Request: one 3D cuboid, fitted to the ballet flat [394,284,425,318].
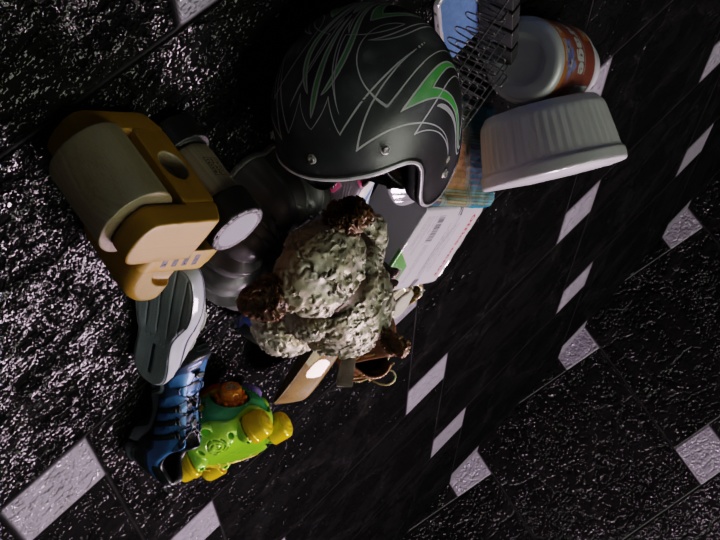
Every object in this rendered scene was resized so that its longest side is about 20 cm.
[{"bbox_3d":[0.014,0.066,1.596,0.200,0.064,0.076,-42,134,-7],"label":"ballet flat"}]

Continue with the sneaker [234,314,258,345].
[{"bbox_3d":[-0.088,0.032,1.359,0.200,0.078,0.090,-36,150,-54],"label":"sneaker"}]

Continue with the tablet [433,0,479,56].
[{"bbox_3d":[0.158,-0.349,1.288,0.200,0.014,0.130,-47,159,-12],"label":"tablet"}]

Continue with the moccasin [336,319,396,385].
[{"bbox_3d":[0.014,0.124,1.517,0.072,0.079,0.201,-7,163,-22],"label":"moccasin"}]

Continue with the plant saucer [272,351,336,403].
[{"bbox_3d":[-0.052,0.108,1.485,0.202,0.035,0.200,-55,-176,6],"label":"plant saucer"}]

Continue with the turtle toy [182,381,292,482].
[{"bbox_3d":[-0.171,0.202,1.416,0.144,0.102,0.200,-30,164,10],"label":"turtle toy"}]

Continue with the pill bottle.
[{"bbox_3d":[0.256,-0.282,1.463,0.199,0.112,0.113,-13,139,-59],"label":"pill bottle"}]

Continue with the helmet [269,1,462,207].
[{"bbox_3d":[0.005,-0.161,1.047,0.201,0.200,0.191,-49,147,-1],"label":"helmet"}]

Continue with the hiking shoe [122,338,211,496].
[{"bbox_3d":[-0.214,0.171,1.297,0.074,0.086,0.202,-20,144,-53],"label":"hiking shoe"}]

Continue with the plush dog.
[{"bbox_3d":[-0.032,0.017,1.128,0.200,0.160,0.172,-47,144,-4],"label":"plush dog"}]

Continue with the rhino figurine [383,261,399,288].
[{"bbox_3d":[0.000,0.000,1.321,0.060,0.087,0.200,-44,-174,7],"label":"rhino figurine"}]

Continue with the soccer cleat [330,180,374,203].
[{"bbox_3d":[-0.011,-0.122,1.252,0.201,0.069,0.087,113,-14,-48],"label":"soccer cleat"}]

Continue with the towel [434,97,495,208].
[{"bbox_3d":[0.137,-0.159,1.450,0.199,0.021,0.150,-5,97,-62],"label":"towel"}]

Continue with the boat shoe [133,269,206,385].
[{"bbox_3d":[-0.200,0.041,1.153,0.067,0.073,0.201,-50,174,-43],"label":"boat shoe"}]

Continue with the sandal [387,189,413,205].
[{"bbox_3d":[0.039,-0.165,1.287,0.078,0.060,0.208,-23,140,-13],"label":"sandal"}]

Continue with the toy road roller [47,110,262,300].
[{"bbox_3d":[-0.194,-0.045,0.933,0.146,0.123,0.199,-46,163,22],"label":"toy road roller"}]

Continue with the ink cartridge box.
[{"bbox_3d":[0.071,-0.055,1.505,0.147,0.084,0.199,-57,160,20],"label":"ink cartridge box"}]

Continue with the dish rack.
[{"bbox_3d":[0.126,-0.237,1.272,0.201,0.054,0.154,-55,160,-16],"label":"dish rack"}]

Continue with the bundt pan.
[{"bbox_3d":[-0.105,-0.036,1.189,0.201,0.076,0.203,-42,159,-20],"label":"bundt pan"}]

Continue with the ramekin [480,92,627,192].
[{"bbox_3d":[0.252,-0.173,1.448,0.199,0.096,0.202,-12,180,0],"label":"ramekin"}]
